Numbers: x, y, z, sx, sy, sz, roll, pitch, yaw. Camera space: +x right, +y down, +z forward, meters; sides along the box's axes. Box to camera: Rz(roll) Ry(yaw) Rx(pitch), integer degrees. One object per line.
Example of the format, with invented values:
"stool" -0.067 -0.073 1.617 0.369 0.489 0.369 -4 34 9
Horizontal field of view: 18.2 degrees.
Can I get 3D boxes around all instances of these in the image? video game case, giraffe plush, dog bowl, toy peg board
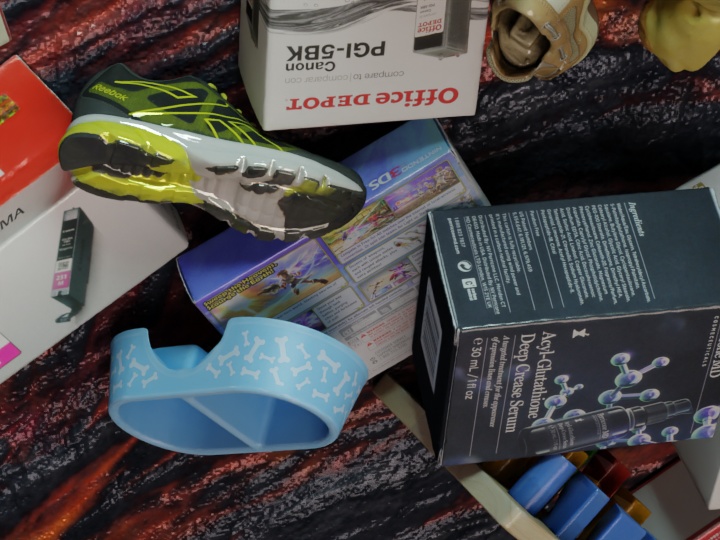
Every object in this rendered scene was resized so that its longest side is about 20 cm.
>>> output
"video game case" 0.000 0.000 1.536 0.199 0.046 0.181 -30 144 5
"giraffe plush" 0.181 -0.224 1.385 0.162 0.200 0.173 31 120 -4
"dog bowl" -0.089 0.082 1.517 0.199 0.050 0.111 -7 147 36
"toy peg board" 0.140 0.144 1.634 0.098 0.199 0.200 -48 128 1

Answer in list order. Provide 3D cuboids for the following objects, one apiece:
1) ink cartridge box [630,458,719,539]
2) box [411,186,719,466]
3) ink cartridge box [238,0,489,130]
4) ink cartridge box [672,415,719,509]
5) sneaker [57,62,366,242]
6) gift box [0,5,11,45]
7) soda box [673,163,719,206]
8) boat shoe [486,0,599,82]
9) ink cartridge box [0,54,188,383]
"ink cartridge box" 0.281 0.255 1.832 0.144 0.084 0.200 -36 130 10
"box" 0.144 0.038 1.513 0.198 0.108 0.149 -6 140 -8
"ink cartridge box" 0.005 -0.192 1.379 0.146 0.083 0.201 -6 129 -13
"ink cartridge box" 0.342 0.086 1.691 0.198 0.126 0.129 -3 128 -16
"sneaker" -0.088 -0.082 1.418 0.199 0.085 0.075 15 142 -15
"gift box" -0.322 -0.182 1.217 0.186 0.200 0.185 -28 129 -16
"soda box" 0.285 0.023 1.570 0.068 0.201 0.064 -28 171 -24
"boat shoe" 0.104 -0.151 1.399 0.076 0.071 0.200 -59 169 -10
"ink cartridge box" -0.241 -0.021 1.461 0.199 0.044 0.174 -35 131 10
